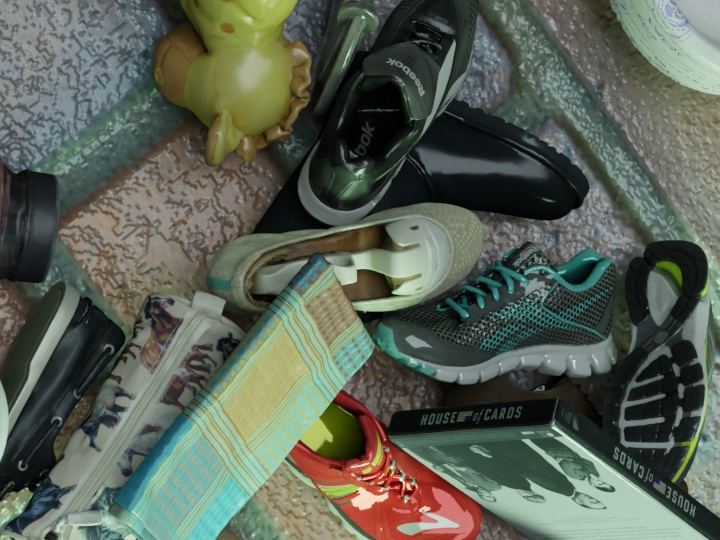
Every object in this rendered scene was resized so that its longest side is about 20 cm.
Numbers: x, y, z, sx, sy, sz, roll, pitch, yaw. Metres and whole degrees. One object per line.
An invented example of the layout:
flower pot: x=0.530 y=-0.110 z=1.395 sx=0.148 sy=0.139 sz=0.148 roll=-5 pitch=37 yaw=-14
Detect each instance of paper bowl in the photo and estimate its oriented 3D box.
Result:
paper bowl: x=0.267 y=-0.227 z=1.545 sx=0.199 sy=0.104 sz=0.202 roll=2 pitch=85 yaw=-19

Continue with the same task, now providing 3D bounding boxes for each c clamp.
c clamp: x=0.002 y=-0.206 z=1.418 sx=0.027 sy=0.171 sz=0.201 roll=18 pitch=63 yaw=-11

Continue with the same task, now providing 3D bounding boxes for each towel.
towel: x=-0.069 y=0.095 z=1.326 sx=0.022 sy=0.147 sz=0.200 roll=35 pitch=79 yaw=23

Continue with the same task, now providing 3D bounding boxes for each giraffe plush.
giraffe plush: x=-0.081 y=-0.165 z=1.417 sx=0.172 sy=0.200 sz=0.163 roll=-15 pitch=124 yaw=-32

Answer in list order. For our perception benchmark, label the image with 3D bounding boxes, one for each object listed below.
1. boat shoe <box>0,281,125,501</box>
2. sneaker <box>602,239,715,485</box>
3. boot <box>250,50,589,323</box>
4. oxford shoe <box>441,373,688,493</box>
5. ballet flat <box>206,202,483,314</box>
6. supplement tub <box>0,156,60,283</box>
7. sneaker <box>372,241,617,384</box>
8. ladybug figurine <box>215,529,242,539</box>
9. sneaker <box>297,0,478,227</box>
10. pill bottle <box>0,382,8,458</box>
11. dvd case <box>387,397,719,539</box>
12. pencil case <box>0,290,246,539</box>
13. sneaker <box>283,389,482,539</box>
boat shoe: x=-0.214 y=0.109 z=1.376 sx=0.066 sy=0.074 sz=0.200 roll=31 pitch=77 yaw=-24
sneaker: x=0.219 y=0.078 z=1.494 sx=0.081 sy=0.073 sz=0.201 roll=60 pitch=37 yaw=-45
boot: x=0.040 y=-0.035 z=1.472 sx=0.199 sy=0.076 sz=0.169 roll=28 pitch=74 yaw=-8
oxford shoe: x=0.152 y=0.118 z=1.503 sx=0.199 sy=0.073 sz=0.085 roll=24 pitch=75 yaw=-16
ballet flat: x=0.000 y=0.000 z=1.380 sx=0.199 sy=0.062 sz=0.068 roll=-12 pitch=101 yaw=-22
supplement tub: x=-0.293 y=-0.038 z=1.344 sx=0.199 sy=0.107 sz=0.108 roll=7 pitch=83 yaw=-18
sneaker: x=0.096 y=0.023 z=1.468 sx=0.199 sy=0.077 sz=0.092 roll=-3 pitch=113 yaw=-35
ladybug figurine: x=-0.090 y=0.264 z=1.406 sx=0.135 sy=0.072 sz=0.201 roll=-21 pitch=93 yaw=-20
sneaker: x=0.029 y=-0.123 z=1.407 sx=0.066 sy=0.091 sz=0.201 roll=32 pitch=70 yaw=-1
pill bottle: x=-0.281 y=0.093 z=1.288 sx=0.115 sy=0.200 sz=0.117 roll=2 pitch=84 yaw=-17
dvd case: x=0.135 y=0.143 z=1.422 sx=0.200 sy=0.150 sz=0.025 roll=36 pitch=60 yaw=-35
pencil case: x=-0.145 y=0.106 z=1.344 sx=0.078 sy=0.089 sz=0.201 roll=33 pitch=73 yaw=-6
sneaker: x=0.002 y=0.132 z=1.442 sx=0.199 sy=0.085 sz=0.077 roll=34 pitch=77 yaw=-13
